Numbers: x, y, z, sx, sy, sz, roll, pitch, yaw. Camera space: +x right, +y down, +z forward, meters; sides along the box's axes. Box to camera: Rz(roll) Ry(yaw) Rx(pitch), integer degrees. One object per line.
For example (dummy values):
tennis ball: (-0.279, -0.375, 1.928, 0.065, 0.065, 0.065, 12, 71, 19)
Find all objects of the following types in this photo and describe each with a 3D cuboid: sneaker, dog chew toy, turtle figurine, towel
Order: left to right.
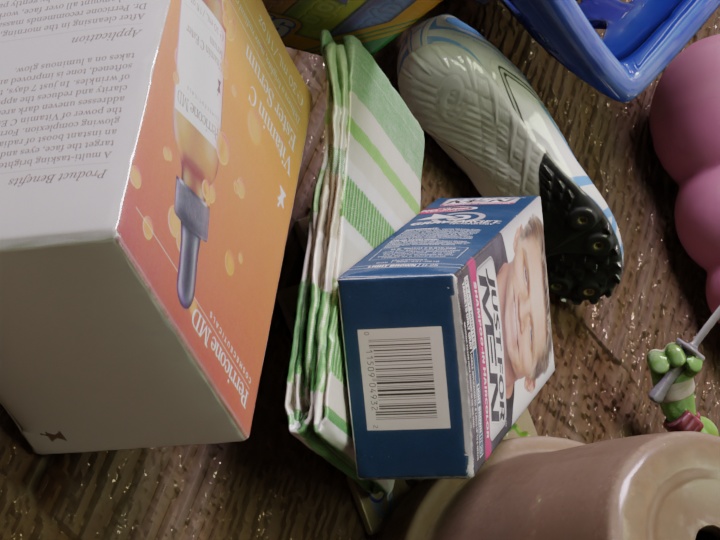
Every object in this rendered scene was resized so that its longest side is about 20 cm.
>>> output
towel: (0.000, 0.000, 1.130, 0.153, 0.023, 0.201, 47, 44, -66)
sneaker: (0.093, -0.066, 1.322, 0.200, 0.072, 0.073, 53, 31, -21)
turtle figurine: (0.216, 0.098, 1.297, 0.144, 0.200, 0.194, 50, 44, 2)
dog chew toy: (0.253, -0.049, 1.467, 0.124, 0.124, 0.201, 8, 74, -48)

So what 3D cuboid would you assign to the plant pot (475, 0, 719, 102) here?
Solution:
plant pot: (0.117, -0.249, 1.307, 0.200, 0.180, 0.200, -49, 131, -7)

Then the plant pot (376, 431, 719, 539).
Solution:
plant pot: (0.125, 0.156, 1.110, 0.199, 0.175, 0.201, 11, 62, -22)

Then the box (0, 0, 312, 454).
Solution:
box: (-0.106, -0.044, 1.002, 0.152, 0.106, 0.201, 62, 29, -49)

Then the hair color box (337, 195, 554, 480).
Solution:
hair color box: (0.047, 0.028, 1.142, 0.200, 0.060, 0.101, -40, 126, -70)

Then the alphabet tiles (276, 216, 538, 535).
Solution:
alphabet tiles: (0.030, 0.059, 1.231, 0.166, 0.006, 0.201, -16, 83, -51)

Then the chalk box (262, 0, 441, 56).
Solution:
chalk box: (-0.006, -0.197, 1.059, 0.123, 0.200, 0.125, 12, 67, -24)
